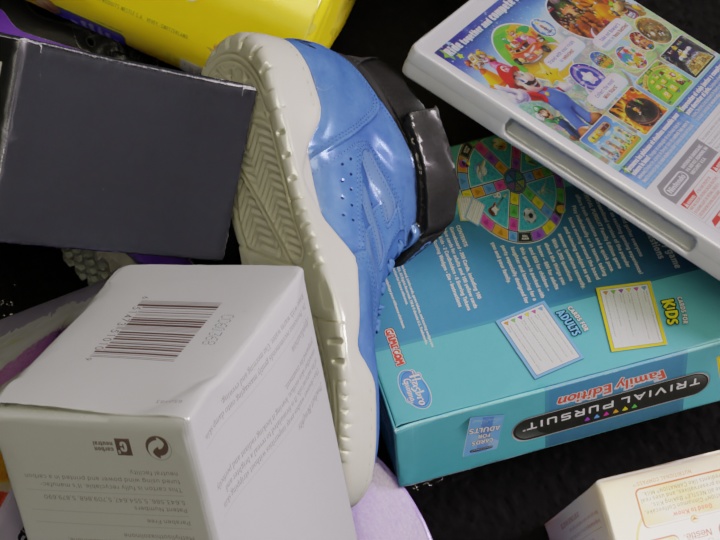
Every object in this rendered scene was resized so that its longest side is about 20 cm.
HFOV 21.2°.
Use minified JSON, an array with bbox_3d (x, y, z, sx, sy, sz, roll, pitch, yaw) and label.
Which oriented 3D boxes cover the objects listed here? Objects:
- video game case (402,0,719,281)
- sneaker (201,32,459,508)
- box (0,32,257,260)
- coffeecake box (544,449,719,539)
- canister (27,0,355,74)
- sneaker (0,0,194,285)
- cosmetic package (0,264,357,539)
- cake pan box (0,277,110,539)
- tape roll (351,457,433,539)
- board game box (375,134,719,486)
[{"bbox_3d":[0.133,-0.067,0.859,0.200,0.018,0.143,34,40,11],"label":"video game case"},{"bbox_3d":[0.001,0.000,0.808,0.111,0.077,0.200,1,71,-43],"label":"sneaker"},{"bbox_3d":[-0.165,-0.062,0.770,0.200,0.141,0.079,14,98,33],"label":"box"},{"bbox_3d":[0.145,0.187,0.808,0.073,0.154,0.200,-12,77,-6],"label":"coffeecake box"},{"bbox_3d":[-0.100,-0.162,0.895,0.200,0.087,0.149,24,32,1],"label":"canister"},{"bbox_3d":[-0.123,-0.066,0.902,0.099,0.070,0.200,-41,82,-14],"label":"sneaker"},{"bbox_3d":[-0.056,0.109,0.715,0.081,0.113,0.200,2,117,21],"label":"cosmetic package"},{"bbox_3d":[-0.179,0.101,0.775,0.052,0.200,0.184,51,41,-25],"label":"cake pan box"},{"bbox_3d":[-0.062,0.158,0.851,0.200,0.066,0.201,1,76,-3],"label":"tape roll"},{"bbox_3d":[0.091,0.003,0.877,0.199,0.047,0.151,-14,51,-7],"label":"board game box"}]
